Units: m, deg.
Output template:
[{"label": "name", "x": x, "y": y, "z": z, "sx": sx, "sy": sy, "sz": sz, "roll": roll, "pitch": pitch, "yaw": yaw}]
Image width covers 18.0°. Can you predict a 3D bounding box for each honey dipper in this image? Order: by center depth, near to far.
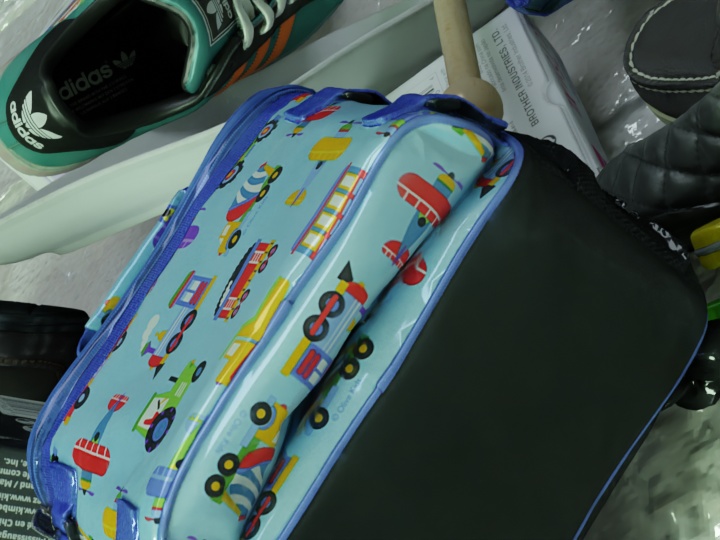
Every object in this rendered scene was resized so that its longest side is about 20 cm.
[{"label": "honey dipper", "x": 0.034, "y": -0.101, "z": 0.843, "sx": 0.038, "sy": 0.038, "sz": 0.200, "roll": -45, "pitch": 24, "yaw": 20}]

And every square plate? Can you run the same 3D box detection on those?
[{"label": "square plate", "x": -0.048, "y": -0.061, "z": 0.937, "sx": 0.199, "sy": 0.029, "sz": 0.198, "roll": -20, "pitch": 11, "yaw": 44}]

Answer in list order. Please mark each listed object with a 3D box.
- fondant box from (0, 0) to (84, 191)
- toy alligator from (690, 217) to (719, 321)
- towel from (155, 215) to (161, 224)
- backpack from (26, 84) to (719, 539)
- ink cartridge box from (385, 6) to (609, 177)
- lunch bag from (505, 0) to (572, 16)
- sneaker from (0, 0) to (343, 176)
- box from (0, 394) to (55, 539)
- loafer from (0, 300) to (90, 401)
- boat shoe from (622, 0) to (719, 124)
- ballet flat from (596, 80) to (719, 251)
[{"label": "fondant box", "x": -0.097, "y": -0.134, "z": 1.102, "sx": 0.144, "sy": 0.058, "sz": 0.200, "roll": -41, "pitch": 14, "yaw": 28}, {"label": "toy alligator", "x": 0.157, "y": -0.007, "z": 0.631, "sx": 0.054, "sy": 0.060, "sz": 0.199, "roll": -24, "pitch": -1, "yaw": -44}, {"label": "towel", "x": -0.059, "y": 0.038, "z": 0.944, "sx": 0.191, "sy": 0.032, "sz": 0.201, "roll": -7, "pitch": 55, "yaw": 57}, {"label": "backpack", "x": -0.015, "y": 0.036, "z": 0.673, "sx": 0.183, "sy": 0.134, "sz": 0.200, "roll": -55, "pitch": 24, "yaw": -7}, {"label": "ink cartridge box", "x": 0.000, "y": 0.000, "z": 0.835, "sx": 0.199, "sy": 0.042, "sz": 0.120, "roll": -33, "pitch": 38, "yaw": 12}, {"label": "lunch bag", "x": 0.094, "y": -0.216, "z": 0.827, "sx": 0.200, "sy": 0.127, "sz": 0.171, "roll": -43, "pitch": 52, "yaw": 28}, {"label": "sneaker", "x": -0.060, "y": -0.105, "z": 0.927, "sx": 0.200, "sy": 0.072, "sz": 0.080, "roll": -39, "pitch": 12, "yaw": -19}, {"label": "box", "x": -0.152, "y": 0.148, "z": 0.820, "sx": 0.122, "sy": 0.105, "sz": 0.201, "roll": -158, "pitch": 80, "yaw": -71}, {"label": "loafer", "x": -0.160, "y": 0.055, "z": 1.022, "sx": 0.200, "sy": 0.072, "sz": 0.073, "roll": 132, "pitch": 143, "yaw": -76}, {"label": "boat shoe", "x": 0.147, "y": -0.088, "z": 0.713, "sx": 0.200, "sy": 0.066, "sz": 0.072, "roll": -2, "pitch": 59, "yaw": 57}, {"label": "ballet flat", "x": 0.123, "y": -0.049, "z": 0.678, "sx": 0.200, "sy": 0.066, "sz": 0.057, "roll": -40, "pitch": 58, "yaw": 59}]
